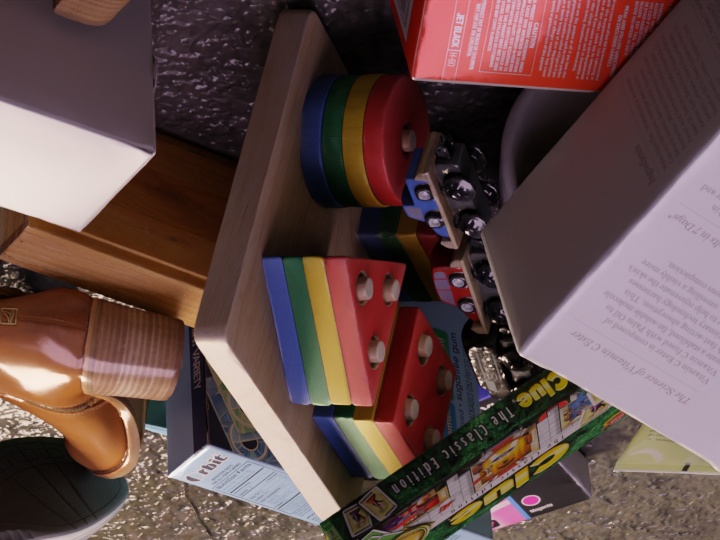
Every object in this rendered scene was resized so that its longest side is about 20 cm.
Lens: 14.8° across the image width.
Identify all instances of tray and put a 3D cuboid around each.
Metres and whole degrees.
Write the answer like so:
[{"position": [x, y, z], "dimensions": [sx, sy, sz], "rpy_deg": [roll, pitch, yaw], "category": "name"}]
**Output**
[{"position": [-0.103, -0.024, 1.509], "dimensions": [0.199, 0.099, 0.037], "rpy_deg": [21, 137, -32], "category": "tray"}]

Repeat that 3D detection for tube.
[{"position": [0.194, 0.058, 1.458], "dimensions": [0.052, 0.200, 0.058], "rpy_deg": [43, 123, -3], "category": "tube"}]

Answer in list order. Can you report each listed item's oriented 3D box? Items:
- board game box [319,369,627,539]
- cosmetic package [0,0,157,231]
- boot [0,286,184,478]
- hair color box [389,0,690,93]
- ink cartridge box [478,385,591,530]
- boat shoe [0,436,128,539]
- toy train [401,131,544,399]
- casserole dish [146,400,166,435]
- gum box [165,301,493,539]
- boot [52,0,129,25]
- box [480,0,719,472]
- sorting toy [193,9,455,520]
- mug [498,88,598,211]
[{"position": [0.070, 0.099, 1.464], "dimensions": [0.199, 0.024, 0.105], "rpy_deg": [-34, 162, -6], "category": "board game box"}, {"position": [-0.205, -0.108, 1.375], "dimensions": [0.199, 0.108, 0.085], "rpy_deg": [20, 138, -29], "category": "cosmetic package"}, {"position": [-0.189, 0.057, 1.524], "dimensions": [0.154, 0.077, 0.200], "rpy_deg": [10, 165, -11], "category": "boot"}, {"position": [0.119, -0.135, 1.367], "dimensions": [0.198, 0.102, 0.062], "rpy_deg": [3, 122, -12], "category": "hair color box"}, {"position": [0.066, 0.104, 1.769], "dimensions": [0.094, 0.037, 0.200], "rpy_deg": [-20, 140, 20], "category": "ink cartridge box"}, {"position": [-0.218, 0.155, 1.577], "dimensions": [0.201, 0.074, 0.065], "rpy_deg": [-28, 155, -45], "category": "boat shoe"}, {"position": [0.060, 0.001, 1.455], "dimensions": [0.045, 0.034, 0.201], "rpy_deg": [2, 139, 22], "category": "toy train"}, {"position": [-0.062, 0.095, 1.670], "dimensions": [0.121, 0.039, 0.200], "rpy_deg": [20, 172, -31], "category": "casserole dish"}, {"position": [-0.020, 0.064, 1.582], "dimensions": [0.199, 0.171, 0.044], "rpy_deg": [21, 138, -32], "category": "gum box"}, {"position": [-0.161, -0.195, 1.301], "dimensions": [0.200, 0.071, 0.144], "rpy_deg": [15, 135, -30], "category": "boot"}, {"position": [0.181, -0.026, 1.325], "dimensions": [0.152, 0.107, 0.200], "rpy_deg": [30, 115, -27], "category": "box"}, {"position": [0.000, 0.000, 1.457], "dimensions": [0.069, 0.201, 0.199], "rpy_deg": [1, 148, 22], "category": "sorting toy"}, {"position": [0.156, -0.019, 1.516], "dimensions": [0.185, 0.150, 0.153], "rpy_deg": [7, 152, -4], "category": "mug"}]
